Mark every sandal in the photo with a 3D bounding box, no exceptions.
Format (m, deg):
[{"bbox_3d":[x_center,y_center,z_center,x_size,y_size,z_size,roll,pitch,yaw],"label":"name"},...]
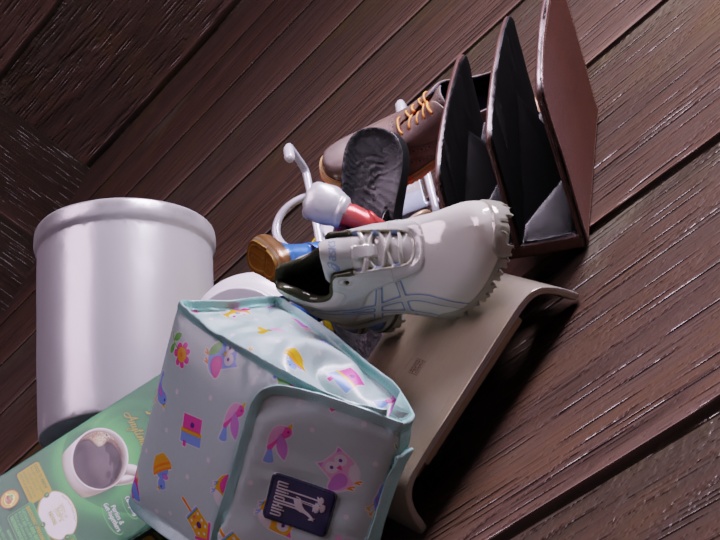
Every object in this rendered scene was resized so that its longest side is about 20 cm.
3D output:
[{"bbox_3d":[0.001,-0.021,1.529,0.075,0.048,0.201,-2,85,28],"label":"sandal"}]

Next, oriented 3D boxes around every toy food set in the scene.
[{"bbox_3d":[0.061,0.085,1.307,0.200,0.060,0.143,-57,26,-8],"label":"toy food set"}]

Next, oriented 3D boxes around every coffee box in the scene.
[{"bbox_3d":[-0.202,0.180,1.459,0.200,0.044,0.123,-34,56,-3],"label":"coffee box"}]

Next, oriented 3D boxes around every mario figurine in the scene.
[{"bbox_3d":[0.000,0.000,1.454,0.106,0.200,0.124,56,141,35],"label":"mario figurine"}]

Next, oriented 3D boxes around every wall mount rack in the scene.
[{"bbox_3d":[0.005,-0.058,1.635,0.200,0.075,0.174,-20,54,12],"label":"wall mount rack"}]

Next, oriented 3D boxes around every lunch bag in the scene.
[{"bbox_3d":[-0.054,0.131,1.261,0.200,0.122,0.171,33,113,41],"label":"lunch bag"}]

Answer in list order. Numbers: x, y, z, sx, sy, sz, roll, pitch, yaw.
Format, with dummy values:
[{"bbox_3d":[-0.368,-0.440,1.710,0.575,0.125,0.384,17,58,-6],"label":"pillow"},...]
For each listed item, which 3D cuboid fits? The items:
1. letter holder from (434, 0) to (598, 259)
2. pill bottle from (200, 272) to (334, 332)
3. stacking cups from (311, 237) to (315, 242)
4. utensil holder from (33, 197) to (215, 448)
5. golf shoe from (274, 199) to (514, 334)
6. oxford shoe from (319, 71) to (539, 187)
[{"bbox_3d":[0.112,-0.121,1.369,0.100,0.142,0.200,-9,32,16],"label":"letter holder"},{"bbox_3d":[-0.085,0.059,1.565,0.113,0.112,0.200,-53,-7,3],"label":"pill bottle"},{"bbox_3d":[0.005,0.005,1.660,0.061,0.060,0.200,-54,20,-2],"label":"stacking cups"},{"bbox_3d":[-0.215,0.059,1.655,0.170,0.170,0.200,-35,51,51],"label":"utensil holder"},{"bbox_3d":[0.020,-0.002,1.289,0.200,0.097,0.078,-26,60,46],"label":"golf shoe"},{"bbox_3d":[0.054,-0.129,1.574,0.200,0.073,0.071,-20,54,4],"label":"oxford shoe"}]
